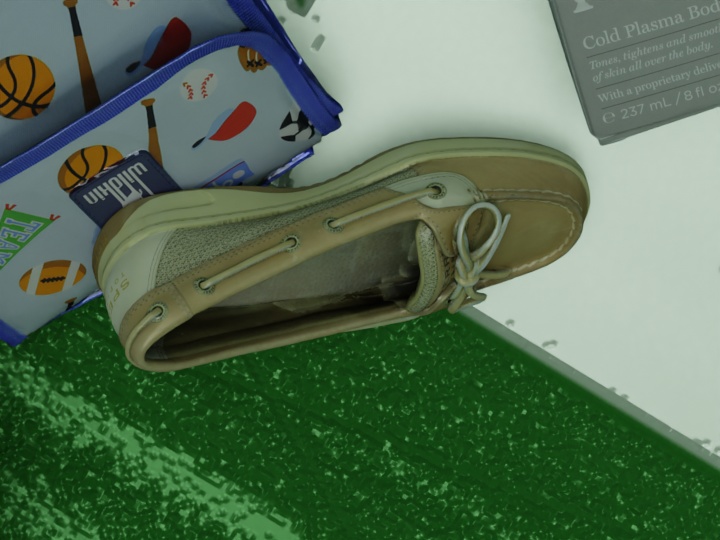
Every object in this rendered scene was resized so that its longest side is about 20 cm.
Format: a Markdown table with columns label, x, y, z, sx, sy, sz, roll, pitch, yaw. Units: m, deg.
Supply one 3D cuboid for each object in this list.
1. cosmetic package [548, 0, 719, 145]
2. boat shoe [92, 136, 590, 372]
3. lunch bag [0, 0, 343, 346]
| label | x | y | z | sx | sy | sz | roll | pitch | yaw |
| --- | --- | --- | --- | --- | --- | --- | --- | --- | --- |
| cosmetic package | 0.105 | -0.163 | 0.994 | 0.106 | 0.090 | 0.201 | -18 | 120 | 6 |
| boat shoe | 0.000 | -0.002 | 1.035 | 0.200 | 0.063 | 0.073 | -7 | 135 | -18 |
| lunch bag | -0.124 | -0.087 | 1.026 | 0.170 | 0.124 | 0.200 | -32 | 115 | 6 |
